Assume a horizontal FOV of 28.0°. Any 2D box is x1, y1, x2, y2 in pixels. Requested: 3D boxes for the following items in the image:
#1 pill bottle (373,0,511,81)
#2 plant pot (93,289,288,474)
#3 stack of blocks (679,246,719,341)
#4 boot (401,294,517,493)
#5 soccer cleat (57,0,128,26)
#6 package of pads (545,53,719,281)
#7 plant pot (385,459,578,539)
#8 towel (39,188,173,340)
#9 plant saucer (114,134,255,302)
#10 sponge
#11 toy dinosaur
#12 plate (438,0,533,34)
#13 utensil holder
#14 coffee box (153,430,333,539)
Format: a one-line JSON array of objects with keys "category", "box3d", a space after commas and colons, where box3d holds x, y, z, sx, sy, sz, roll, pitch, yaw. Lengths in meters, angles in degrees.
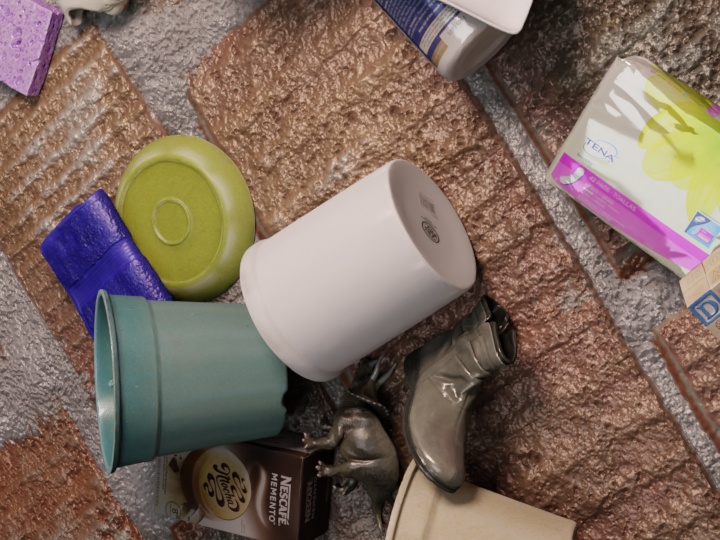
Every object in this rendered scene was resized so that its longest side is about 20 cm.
[{"category": "pill bottle", "box3d": [0.066, -0.303, 1.490, 0.200, 0.111, 0.111, 49, 115, 12]}, {"category": "plant pot", "box3d": [-0.190, 0.116, 1.609, 0.194, 0.200, 0.202, -3, 98, -16]}, {"category": "stack of blocks", "box3d": [0.414, -0.004, 1.354, 0.115, 0.059, 0.200, 42, 111, -15]}, {"category": "boot", "box3d": [0.108, 0.121, 1.501, 0.067, 0.201, 0.130, 32, 124, -29]}, {"category": "soccer cleat", "box3d": [-0.277, -0.342, 1.686, 0.199, 0.069, 0.078, -11, 98, 35]}, {"category": "package of pads", "box3d": [0.301, -0.103, 1.424, 0.199, 0.068, 0.155, 37, 113, 16]}, {"category": "plant pot", "box3d": [0.128, 0.312, 1.518, 0.182, 0.200, 0.202, 11, 103, 14]}, {"category": "towel", "box3d": [-0.303, 0.021, 1.737, 0.201, 0.049, 0.148, 56, 134, 7]}, {"category": "plant saucer", "box3d": [-0.217, -0.059, 1.713, 0.198, 0.031, 0.202, 4, 99, 26]}, {"category": "sponge", "box3d": [-0.466, -0.310, 1.801, 0.199, 0.030, 0.112, 29, 109, 20]}, {"category": "toy dinosaur", "box3d": [0.002, 0.203, 1.614, 0.102, 0.077, 0.202, -14, 91, 28]}, {"category": "plate", "box3d": [0.095, -0.340, 1.432, 0.199, 0.032, 0.201, 24, 66, 0]}, {"category": "utensil holder", "box3d": [0.000, 0.000, 1.536, 0.199, 0.170, 0.171, -31, 83, 25]}, {"category": "coffee box", "box3d": [-0.137, 0.242, 1.688, 0.198, 0.080, 0.114, 9, 101, 26]}]
